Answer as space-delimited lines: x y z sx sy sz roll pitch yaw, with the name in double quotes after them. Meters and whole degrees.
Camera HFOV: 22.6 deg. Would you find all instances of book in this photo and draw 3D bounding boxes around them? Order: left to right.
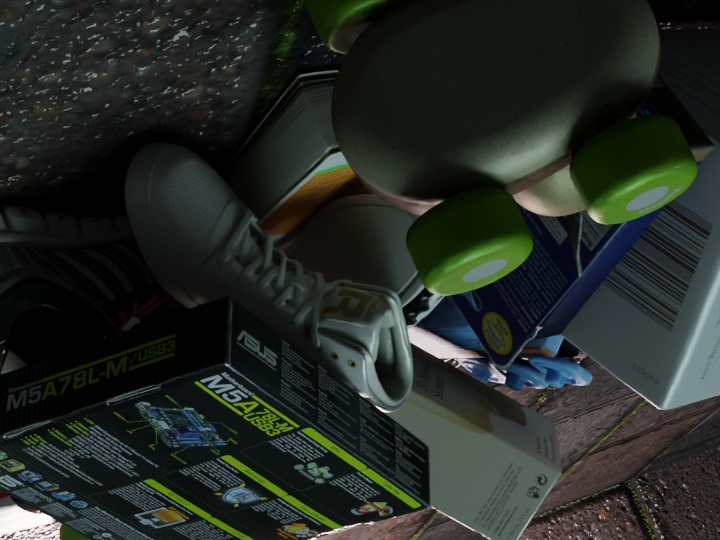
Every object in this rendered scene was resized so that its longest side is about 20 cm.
-0.014 -0.056 1.061 0.133 0.048 0.200 -14 164 -33 "book"

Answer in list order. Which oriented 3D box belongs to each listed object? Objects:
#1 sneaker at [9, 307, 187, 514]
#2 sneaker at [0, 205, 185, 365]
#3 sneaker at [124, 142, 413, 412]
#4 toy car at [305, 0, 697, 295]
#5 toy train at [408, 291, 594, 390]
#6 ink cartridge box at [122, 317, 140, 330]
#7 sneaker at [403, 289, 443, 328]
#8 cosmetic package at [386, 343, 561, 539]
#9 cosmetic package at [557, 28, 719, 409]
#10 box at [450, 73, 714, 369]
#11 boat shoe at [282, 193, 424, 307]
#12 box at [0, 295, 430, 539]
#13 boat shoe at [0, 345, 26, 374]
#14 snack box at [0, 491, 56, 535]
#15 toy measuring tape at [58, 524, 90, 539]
-0.122 0.086 1.107 0.200 0.071 0.098 -44 129 8 "sneaker"
-0.149 0.018 0.996 0.200 0.088 0.074 4 154 -42 "sneaker"
-0.039 0.005 0.984 0.115 0.074 0.200 1 140 34 "sneaker"
0.076 -0.069 0.904 0.158 0.164 0.200 -24 162 4 "toy car"
0.096 0.029 1.262 0.114 0.087 0.200 29 166 -21 "toy train"
-0.154 0.087 1.257 0.145 0.083 0.200 -16 164 -21 "ink cartridge box"
0.058 -0.025 1.178 0.090 0.066 0.200 -21 155 -54 "sneaker"
0.036 0.102 1.253 0.071 0.200 0.105 -59 -173 14 "cosmetic package"
0.213 -0.039 1.097 0.200 0.166 0.168 -9 125 -42 "cosmetic package"
0.107 -0.048 1.037 0.032 0.121 0.200 -9 147 -41 "box"
0.000 0.000 1.069 0.060 0.074 0.200 -17 169 -37 "boat shoe"
-0.092 0.100 0.989 0.193 0.048 0.200 -21 142 26 "box"
-0.236 0.050 1.111 0.063 0.073 0.200 26 156 -9 "boat shoe"
-0.171 0.143 1.218 0.200 0.024 0.072 -11 159 -30 "snack box"
-0.192 0.209 1.261 0.074 0.074 0.200 -31 -168 27 "toy measuring tape"
